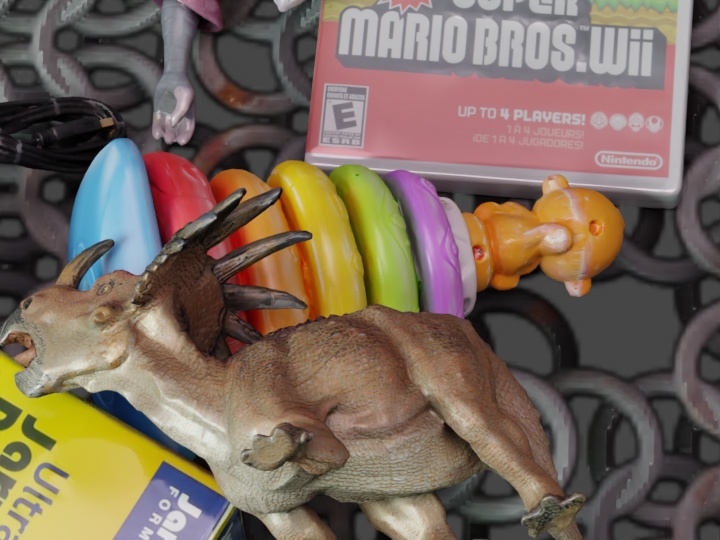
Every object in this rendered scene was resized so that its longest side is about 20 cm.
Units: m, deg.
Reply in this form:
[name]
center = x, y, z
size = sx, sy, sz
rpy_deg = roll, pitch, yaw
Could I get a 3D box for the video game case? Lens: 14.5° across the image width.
[video game case]
center = 0.058, -0.124, 1.093
size = 0.142, 0.017, 0.201
rpy_deg = 4, 69, 4

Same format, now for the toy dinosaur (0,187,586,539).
[toy dinosaur]
center = -0.004, 0.038, 0.912
size = 0.199, 0.086, 0.136
rpy_deg = 10, 41, -25

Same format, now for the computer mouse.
[computer mouse]
center = -0.144, -0.038, 0.995
size = 0.058, 0.034, 0.200
rpy_deg = 31, 29, 18

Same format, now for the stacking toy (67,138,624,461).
[stacking toy]
center = 0.000, 0.000, 1.014
size = 0.199, 0.110, 0.117
rpy_deg = -12, 83, -14

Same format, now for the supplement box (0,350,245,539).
[supplement box]
center = -0.148, 0.086, 0.973
size = 0.199, 0.109, 0.110
rpy_deg = 29, 73, 12

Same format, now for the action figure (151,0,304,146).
[action figure]
center = -0.085, -0.149, 1.072
size = 0.199, 0.134, 0.149
rpy_deg = 16, 43, -7

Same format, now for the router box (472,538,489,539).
[router box]
center = 0.107, 0.194, 0.949
size = 0.149, 0.062, 0.201
rpy_deg = 2, 70, 2
